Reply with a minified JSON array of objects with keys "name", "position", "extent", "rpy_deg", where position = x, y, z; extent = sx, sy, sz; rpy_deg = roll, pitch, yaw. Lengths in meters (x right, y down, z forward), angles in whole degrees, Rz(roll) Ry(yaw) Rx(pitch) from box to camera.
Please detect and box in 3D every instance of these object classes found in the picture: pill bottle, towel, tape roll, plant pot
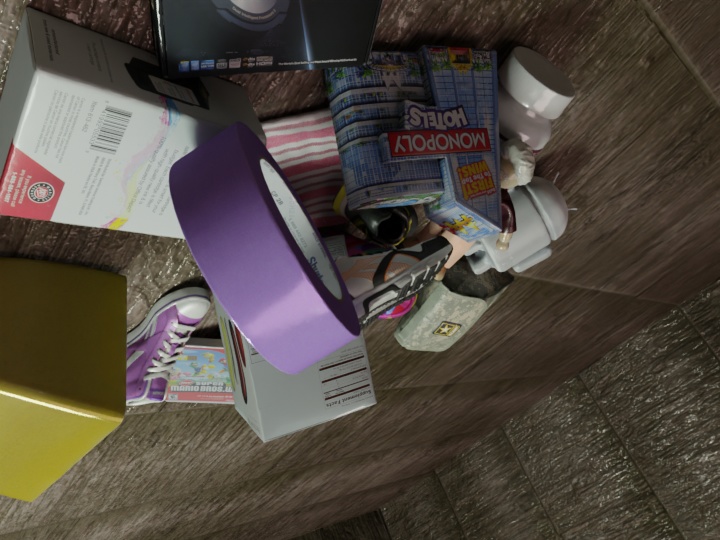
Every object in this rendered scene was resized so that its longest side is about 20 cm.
[{"name":"pill bottle","position":[0.171,-0.167,0.701],"extent":[0.107,0.111,0.201],"rpy_deg":[-3,143,-35]},{"name":"towel","position":[-0.073,-0.108,0.677],"extent":[0.143,0.030,0.202],"rpy_deg":[-20,150,-14]},{"name":"tape roll","position":[-0.075,-0.019,0.468],"extent":[0.065,0.203,0.200],"rpy_deg":[-29,151,5]},{"name":"plant pot","position":[-0.388,0.104,0.600],"extent":[0.199,0.203,0.175],"rpy_deg":[-38,138,21]}]

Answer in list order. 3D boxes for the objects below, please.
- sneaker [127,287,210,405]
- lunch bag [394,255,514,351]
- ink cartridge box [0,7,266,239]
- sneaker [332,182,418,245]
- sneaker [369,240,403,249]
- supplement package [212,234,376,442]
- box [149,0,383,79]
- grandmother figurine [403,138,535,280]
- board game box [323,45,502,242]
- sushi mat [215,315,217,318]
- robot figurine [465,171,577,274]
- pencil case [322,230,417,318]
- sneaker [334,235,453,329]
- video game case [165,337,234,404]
[{"name":"sneaker","position":[-0.274,0.119,0.785],"extent":[0.200,0.116,0.072],"rpy_deg":[-40,147,20]},{"name":"lunch bag","position":[0.162,0.058,0.998],"extent":[0.198,0.118,0.165],"rpy_deg":[-25,158,-47]},{"name":"ink cartridge box","position":[-0.207,-0.114,0.500],"extent":[0.197,0.084,0.146],"rpy_deg":[6,135,-45]},{"name":"sneaker","position":[0.036,-0.063,0.754],"extent":[0.075,0.085,0.199],"rpy_deg":[-52,154,16]},{"name":"sneaker","position":[0.048,-0.012,0.882],"extent":[0.196,0.075,0.089],"rpy_deg":[-16,151,-19]},{"name":"supplement package","position":[-0.096,0.075,0.700],"extent":[0.144,0.206,0.190],"rpy_deg":[-12,-178,-23]},{"name":"box","position":[-0.071,-0.244,0.448],"extent":[0.196,0.044,0.162],"rpy_deg":[-13,148,-24]},{"name":"grandmother figurine","position":[0.139,-0.073,0.670],"extent":[0.201,0.121,0.061],"rpy_deg":[-52,178,38]},{"name":"board game box","position":[0.075,-0.129,0.588],"extent":[0.196,0.205,0.061],"rpy_deg":[-10,175,-29]},{"name":"sushi mat","position":[-0.154,0.084,0.930],"extent":[0.094,0.012,0.200],"rpy_deg":[-32,151,5]},{"name":"robot figurine","position":[0.256,-0.076,0.910],"extent":[0.198,0.114,0.171],"rpy_deg":[-33,117,10]},{"name":"pencil case","position":[0.000,0.000,0.732],"extent":[0.086,0.199,0.091],"rpy_deg":[-5,103,-22]},{"name":"sneaker","position":[0.016,0.004,0.594],"extent":[0.197,0.081,0.074],"rpy_deg":[-29,160,-23]},{"name":"video game case","position":[-0.259,0.176,0.944],"extent":[0.139,0.018,0.202],"rpy_deg":[6,140,-17]}]
